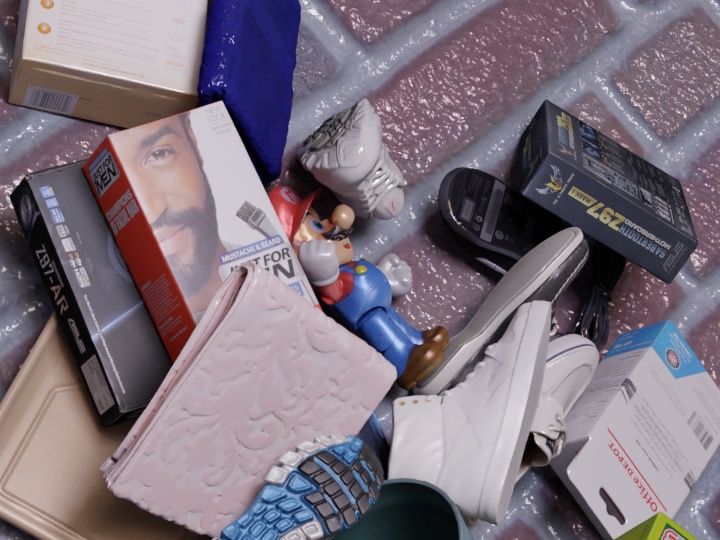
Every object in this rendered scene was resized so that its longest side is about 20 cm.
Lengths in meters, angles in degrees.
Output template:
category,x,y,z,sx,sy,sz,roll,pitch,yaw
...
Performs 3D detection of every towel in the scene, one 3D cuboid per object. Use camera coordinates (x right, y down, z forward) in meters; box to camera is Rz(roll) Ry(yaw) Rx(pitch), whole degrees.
category,x,y,z,sx,sy,sz,roll,pitch,yaw
towel,-0.080,0.110,1.300,0.192,0.032,0.200,-55,139,-2
towel,-0.101,-0.192,1.519,0.049,0.148,0.201,-7,56,18

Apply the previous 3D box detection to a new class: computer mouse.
category,x,y,z,sx,sy,sz,roll,pitch,yaw
computer mouse,0.143,0.001,1.577,0.199,0.046,0.141,23,61,-20

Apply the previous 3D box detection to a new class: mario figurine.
category,x,y,z,sx,sy,sz,roll,pitch,yaw
mario figurine,0.000,0.000,1.466,0.200,0.123,0.106,44,69,-5

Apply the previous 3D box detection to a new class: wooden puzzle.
category,x,y,z,sx,sy,sz,roll,pitch,yaw
wooden puzzle,-0.187,0.144,1.347,0.199,0.037,0.186,34,53,-13

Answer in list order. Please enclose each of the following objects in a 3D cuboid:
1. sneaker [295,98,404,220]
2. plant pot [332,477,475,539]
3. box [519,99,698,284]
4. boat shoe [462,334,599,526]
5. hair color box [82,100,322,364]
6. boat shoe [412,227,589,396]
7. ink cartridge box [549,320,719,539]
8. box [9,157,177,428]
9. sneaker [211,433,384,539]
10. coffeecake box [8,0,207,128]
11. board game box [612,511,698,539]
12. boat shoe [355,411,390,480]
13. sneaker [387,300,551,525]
category,x,y,z,sx,sy,sz,roll,pitch,yaw
sneaker,0.004,-0.086,1.480,0.078,0.200,0.099,-43,97,2
plant pot,0.025,0.276,1.301,0.134,0.199,0.201,51,49,-28
box,0.222,-0.076,1.592,0.157,0.051,0.200,31,18,-6
boat shoe,0.140,0.135,1.456,0.200,0.071,0.070,-40,44,-20
hair color box,-0.119,-0.018,1.344,0.110,0.064,0.201,-22,81,-34
boat shoe,0.131,0.050,1.495,0.060,0.074,0.200,44,83,-12
ink cartridge box,0.232,0.153,1.513,0.116,0.067,0.200,53,53,-14
box,-0.165,0.005,1.373,0.159,0.043,0.201,-17,79,-35
sneaker,-0.065,0.200,1.310,0.075,0.087,0.200,46,61,10
coffeecake box,-0.212,-0.230,1.503,0.152,0.073,0.201,11,60,-17
board game box,0.180,0.270,1.358,0.048,0.200,0.102,37,54,-4
boat shoe,-0.023,0.110,1.430,0.068,0.084,0.202,-16,88,-40
sneaker,0.083,0.100,1.408,0.115,0.074,0.201,11,56,17
